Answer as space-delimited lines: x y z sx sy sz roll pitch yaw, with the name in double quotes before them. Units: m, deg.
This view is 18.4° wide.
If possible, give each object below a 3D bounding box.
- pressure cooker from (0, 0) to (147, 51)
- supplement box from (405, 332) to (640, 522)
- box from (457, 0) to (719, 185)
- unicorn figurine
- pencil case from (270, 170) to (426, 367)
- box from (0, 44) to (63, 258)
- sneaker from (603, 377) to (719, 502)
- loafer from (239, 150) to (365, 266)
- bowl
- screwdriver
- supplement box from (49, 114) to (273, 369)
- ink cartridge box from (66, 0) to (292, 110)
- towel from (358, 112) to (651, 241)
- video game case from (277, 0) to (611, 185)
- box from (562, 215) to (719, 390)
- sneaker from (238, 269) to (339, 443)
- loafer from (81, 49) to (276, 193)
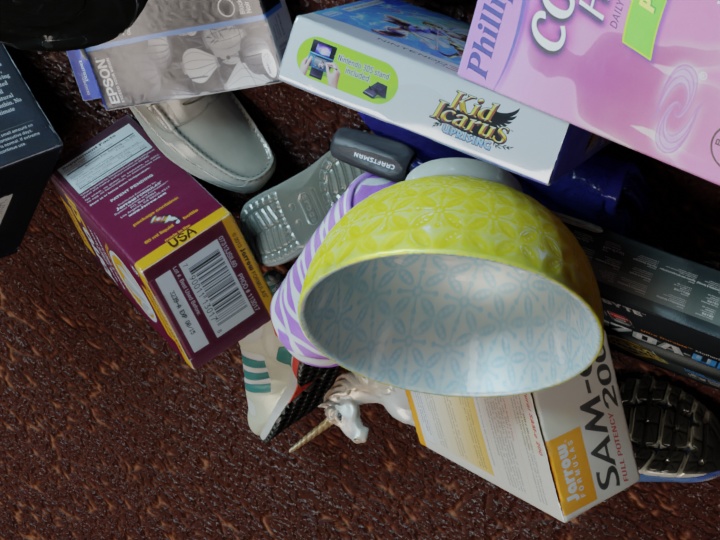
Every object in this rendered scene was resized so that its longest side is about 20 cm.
"pressure cooker" -0.215 -0.271 1.491 0.175 0.201 0.179 -11 151 31
"supplement box" 0.108 0.087 1.623 0.200 0.073 0.126 25 135 57
"box" 0.181 -0.165 1.269 0.200 0.097 0.176 25 119 19
"unicorn figurine" 0.046 0.102 1.820 0.137 0.074 0.200 32 130 7
"pencil case" 0.000 0.000 1.600 0.084 0.085 0.200 65 153 15
"box" -0.358 -0.117 1.812 0.199 0.123 0.200 59 150 14
"sneaker" 0.199 0.132 1.713 0.200 0.079 0.089 7 154 38
"loafer" -0.004 -0.059 1.673 0.200 0.070 0.075 -16 92 39
"bowl" 0.062 -0.008 1.444 0.199 0.108 0.200 5 151 3
"screwdriver" 0.069 -0.054 1.501 0.200 0.029 0.028 24 175 18
"supplement box" -0.159 -0.025 1.758 0.200 0.086 0.111 42 161 51
"ink cartridge box" -0.145 -0.174 1.615 0.199 0.039 0.100 -7 113 30
"towel" 0.101 -0.082 1.510 0.199 0.050 0.148 23 173 15
"video game case" 0.066 -0.120 1.402 0.181 0.200 0.046 23 107 12
"box" 0.234 0.038 1.522 0.200 0.046 0.159 21 169 23
"sneaker" -0.071 0.068 1.895 0.093 0.070 0.200 49 152 15
"loafer" -0.143 -0.138 1.692 0.200 0.070 0.070 41 155 -4
